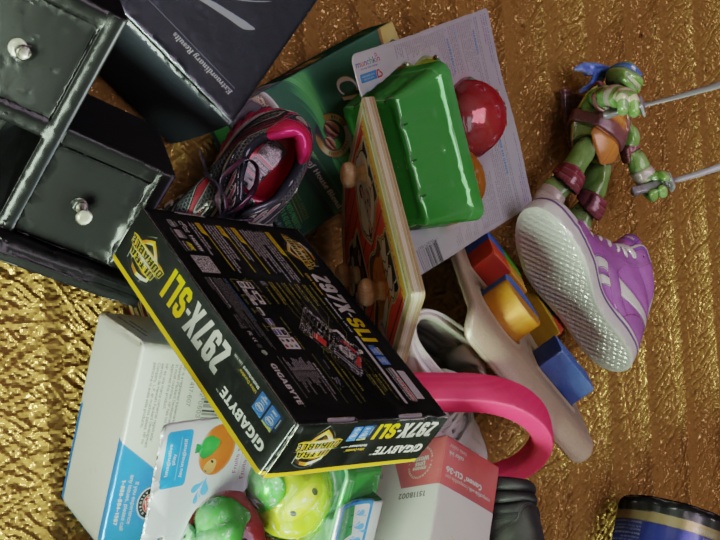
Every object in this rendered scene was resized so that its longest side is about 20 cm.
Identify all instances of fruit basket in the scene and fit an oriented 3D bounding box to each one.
[{"bbox_3d":[0.073,-0.115,0.980,0.199,0.093,0.188,-33,111,-50],"label":"fruit basket"},{"bbox_3d":[-0.070,0.183,0.751,0.199,0.093,0.189,0,106,-58],"label":"fruit basket"}]

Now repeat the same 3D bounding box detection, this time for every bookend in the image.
[{"bbox_3d":[-0.196,-0.106,0.750,0.198,0.093,0.200,23,112,-34],"label":"bookend"}]

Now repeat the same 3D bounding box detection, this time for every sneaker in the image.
[{"bbox_3d":[-0.109,-0.039,0.859,0.080,0.075,0.202,33,90,-18],"label":"sneaker"},{"bbox_3d":[0.079,0.221,0.939,0.070,0.199,0.101,20,61,-36],"label":"sneaker"},{"bbox_3d":[0.073,0.114,0.984,0.201,0.115,0.074,51,58,-23],"label":"sneaker"},{"bbox_3d":[0.217,-0.014,1.073,0.202,0.072,0.115,56,52,-32],"label":"sneaker"}]

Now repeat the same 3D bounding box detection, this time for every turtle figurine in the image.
[{"bbox_3d":[0.261,-0.106,1.107,0.198,0.144,0.196,31,84,11],"label":"turtle figurine"}]

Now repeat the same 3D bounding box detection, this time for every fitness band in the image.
[{"bbox_3d":[0.061,0.142,0.945,0.038,0.196,0.145,-88,176,-49],"label":"fitness band"}]

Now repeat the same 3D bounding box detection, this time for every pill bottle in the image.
[{"bbox_3d":[0.295,0.336,1.136,0.111,0.111,0.203,25,72,-32],"label":"pill bottle"}]

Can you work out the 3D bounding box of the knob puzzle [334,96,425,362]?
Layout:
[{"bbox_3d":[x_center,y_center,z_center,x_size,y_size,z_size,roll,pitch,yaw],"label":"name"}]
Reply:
[{"bbox_3d":[0.000,0.000,0.876,0.030,0.219,0.224,-5,90,-13],"label":"knob puzzle"}]

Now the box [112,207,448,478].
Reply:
[{"bbox_3d":[-0.054,0.044,0.762,0.159,0.200,0.050,8,126,-53],"label":"box"}]

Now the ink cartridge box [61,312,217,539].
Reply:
[{"bbox_3d":[-0.104,0.120,0.850,0.198,0.084,0.149,10,97,-37],"label":"ink cartridge box"}]

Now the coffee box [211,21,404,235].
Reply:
[{"bbox_3d":[-0.026,-0.119,0.970,0.199,0.044,0.125,-33,107,-34],"label":"coffee box"}]

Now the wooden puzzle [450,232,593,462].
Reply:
[{"bbox_3d":[0.147,0.047,1.021,0.186,0.046,0.201,49,19,-24],"label":"wooden puzzle"}]

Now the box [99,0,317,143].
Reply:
[{"bbox_3d":[-0.122,-0.224,0.868,0.148,0.104,0.201,45,63,-25],"label":"box"}]

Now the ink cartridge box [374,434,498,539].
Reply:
[{"bbox_3d":[0.029,0.236,0.851,0.067,0.116,0.203,33,54,-32],"label":"ink cartridge box"}]
